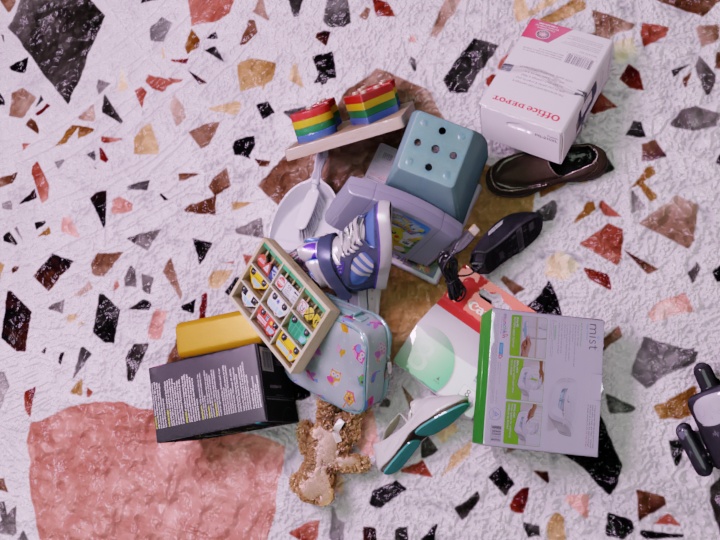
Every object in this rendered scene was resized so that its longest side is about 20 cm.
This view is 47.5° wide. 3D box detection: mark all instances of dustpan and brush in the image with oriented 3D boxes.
[{"bbox_3d":[-0.082,-0.129,1.431,0.138,0.057,0.203,8,66,24],"label":"dustpan and brush"}]

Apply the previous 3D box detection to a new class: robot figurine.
[{"bbox_3d":[0.542,0.218,1.153,0.123,0.150,0.203,-11,71,-29],"label":"robot figurine"}]

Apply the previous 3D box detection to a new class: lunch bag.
[{"bbox_3d":[-0.035,0.125,1.312,0.198,0.077,0.163,20,113,38],"label":"lunch bag"}]

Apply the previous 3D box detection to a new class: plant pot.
[{"bbox_3d":[0.118,-0.163,1.272,0.139,0.200,0.143,21,87,6],"label":"plant pot"}]

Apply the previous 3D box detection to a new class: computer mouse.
[{"bbox_3d":[0.197,-0.049,1.291,0.199,0.141,0.046,-39,55,-2],"label":"computer mouse"}]

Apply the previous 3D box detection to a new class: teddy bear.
[{"bbox_3d":[-0.046,0.287,1.352,0.142,0.067,0.203,-1,73,11],"label":"teddy bear"}]

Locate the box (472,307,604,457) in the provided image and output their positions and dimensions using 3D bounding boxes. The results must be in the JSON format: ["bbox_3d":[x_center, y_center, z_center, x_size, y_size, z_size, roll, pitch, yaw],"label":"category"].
[{"bbox_3d":[0.267,0.168,1.231,0.173,0.097,0.204,5,81,-2],"label":"box"}]

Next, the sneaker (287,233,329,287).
[{"bbox_3d":[-0.111,0.009,1.377,0.199,0.074,0.081,-37,73,31],"label":"sneaker"}]

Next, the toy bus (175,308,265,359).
[{"bbox_3d":[-0.214,0.106,1.420,0.197,0.078,0.066,-12,77,14],"label":"toy bus"}]

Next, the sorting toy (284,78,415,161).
[{"bbox_3d":[-0.019,-0.258,1.361,0.197,0.199,0.071,-14,106,13],"label":"sorting toy"}]

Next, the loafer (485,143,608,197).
[{"bbox_3d":[0.297,-0.173,1.322,0.197,0.071,0.074,-13,76,14],"label":"loafer"}]

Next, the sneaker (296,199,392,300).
[{"bbox_3d":[-0.026,-0.034,1.244,0.144,0.201,0.082,3,58,-1],"label":"sneaker"}]

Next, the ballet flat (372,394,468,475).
[{"bbox_3d":[0.086,0.243,1.295,0.200,0.069,0.070,-47,70,25],"label":"ballet flat"}]

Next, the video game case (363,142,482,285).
[{"bbox_3d":[0.082,-0.099,1.400,0.198,0.022,0.184,25,88,18],"label":"video game case"}]

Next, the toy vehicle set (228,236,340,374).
[{"bbox_3d":[-0.126,0.054,1.314,0.200,0.026,0.125,44,110,36],"label":"toy vehicle set"}]

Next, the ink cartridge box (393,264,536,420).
[{"bbox_3d":[0.172,0.112,1.321,0.160,0.050,0.201,34,93,19],"label":"ink cartridge box"}]

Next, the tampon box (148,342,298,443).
[{"bbox_3d":[-0.226,0.207,1.367,0.197,0.150,0.128,-13,77,14],"label":"tampon box"}]

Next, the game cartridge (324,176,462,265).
[{"bbox_3d":[0.053,-0.076,1.283,0.197,0.133,0.041,22,59,-12],"label":"game cartridge"}]

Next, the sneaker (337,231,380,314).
[{"bbox_3d":[0.000,0.000,1.379,0.072,0.070,0.204,4,89,37],"label":"sneaker"}]

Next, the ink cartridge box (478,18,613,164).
[{"bbox_3d":[0.295,-0.287,1.301,0.143,0.085,0.201,23,67,23],"label":"ink cartridge box"}]
